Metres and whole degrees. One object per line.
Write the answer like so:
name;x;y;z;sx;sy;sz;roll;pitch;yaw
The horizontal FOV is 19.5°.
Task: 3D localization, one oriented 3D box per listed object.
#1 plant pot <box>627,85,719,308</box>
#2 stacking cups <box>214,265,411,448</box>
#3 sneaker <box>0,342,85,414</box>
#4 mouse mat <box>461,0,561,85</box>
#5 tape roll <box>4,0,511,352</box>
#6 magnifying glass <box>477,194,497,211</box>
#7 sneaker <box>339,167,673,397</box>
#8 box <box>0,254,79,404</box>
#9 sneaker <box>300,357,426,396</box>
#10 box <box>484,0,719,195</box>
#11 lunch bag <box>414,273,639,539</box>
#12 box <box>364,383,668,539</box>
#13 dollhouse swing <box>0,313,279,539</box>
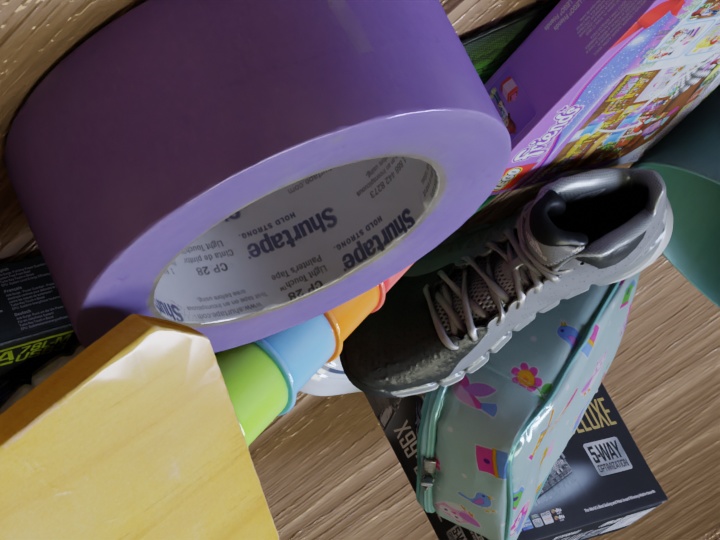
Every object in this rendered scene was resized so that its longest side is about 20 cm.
plant pot;0.276;-0.054;1.176;0.161;0.201;0.201;-51;166;-10
stacking cups;-0.045;0.035;0.999;0.200;0.061;0.061;-47;178;-38
sneaker;-0.143;0.107;0.997;0.200;0.085;0.077;-46;162;-4
mouse mat;0.052;-0.083;1.064;0.200;0.008;0.161;-26;163;-9
tape roll;-0.043;-0.045;0.887;0.200;0.085;0.200;-24;161;-9
magnifying glass;0.000;0.000;1.106;0.200;0.022;0.080;-39;-174;-19
sneaker;0.074;-0.005;1.100;0.200;0.075;0.115;-30;169;-2
box;-0.156;0.048;1.063;0.200;0.048;0.193;-16;157;-32
sneaker;0.021;0.030;1.234;0.071;0.073;0.200;-52;161;22
box;0.140;-0.112;1.038;0.137;0.039;0.200;-14;158;-40
lunch bag;0.099;0.062;1.266;0.200;0.077;0.160;-57;165;-28
box;0.110;0.121;1.482;0.200;0.158;0.050;-6;153;-48
dollhouse swing;-0.166;0.109;0.887;0.176;0.182;0.200;-52;140;-36
